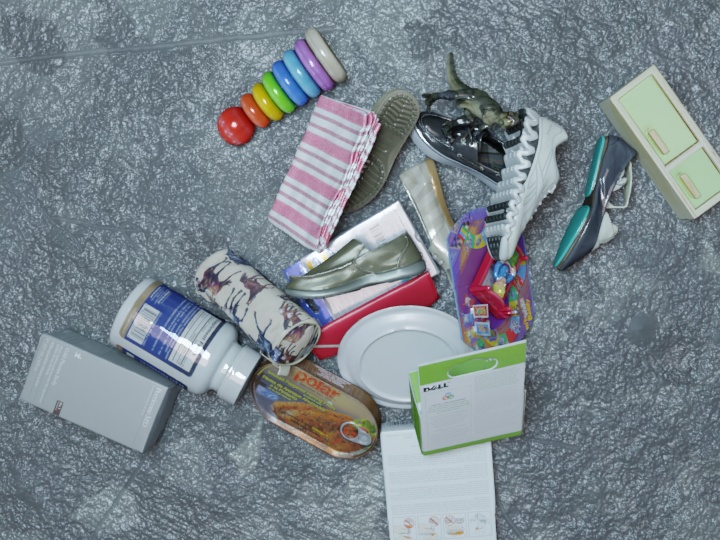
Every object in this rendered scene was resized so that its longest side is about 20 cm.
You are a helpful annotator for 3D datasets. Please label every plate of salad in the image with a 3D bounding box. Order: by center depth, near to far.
[{"bbox_3d":[0.066,0.119,1.119,0.197,0.048,0.202,0,128,0],"label":"plate of salad"}]

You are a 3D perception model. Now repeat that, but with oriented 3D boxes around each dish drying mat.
[{"bbox_3d":[0.018,0.068,1.129,0.198,0.077,0.018,-27,55,3],"label":"dish drying mat"}]

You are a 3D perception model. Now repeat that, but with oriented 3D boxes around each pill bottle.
[{"bbox_3d":[-0.244,0.105,1.134,0.198,0.111,0.112,30,95,1],"label":"pill bottle"}]

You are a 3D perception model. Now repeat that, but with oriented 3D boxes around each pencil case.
[{"bbox_3d":[-0.148,0.053,1.106,0.199,0.078,0.090,38,94,30],"label":"pencil case"}]

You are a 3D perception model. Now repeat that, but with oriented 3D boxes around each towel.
[{"bbox_3d":[-0.057,-0.137,1.102,0.030,0.146,0.202,21,96,-39],"label":"towel"}]

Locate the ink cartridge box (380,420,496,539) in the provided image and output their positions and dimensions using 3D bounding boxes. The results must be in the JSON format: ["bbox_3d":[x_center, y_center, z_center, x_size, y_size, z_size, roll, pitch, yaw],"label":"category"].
[{"bbox_3d":[0.115,0.318,1.162,0.157,0.047,0.203,-5,97,3],"label":"ink cartridge box"}]

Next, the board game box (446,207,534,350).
[{"bbox_3d":[0.194,0.012,1.089,0.157,0.039,0.203,-11,93,-38],"label":"board game box"}]

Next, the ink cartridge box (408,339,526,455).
[{"bbox_3d":[0.140,0.147,1.058,0.146,0.076,0.202,-11,134,-4],"label":"ink cartridge box"}]

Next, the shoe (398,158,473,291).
[{"bbox_3d":[0.108,-0.055,1.124,0.053,0.070,0.203,-18,83,-4],"label":"shoe"}]

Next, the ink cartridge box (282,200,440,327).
[{"bbox_3d":[0.000,0.000,1.148,0.198,0.042,0.120,-30,93,3],"label":"ink cartridge box"}]

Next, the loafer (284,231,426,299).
[{"bbox_3d":[-0.011,-0.007,1.099,0.197,0.075,0.071,-13,89,-6],"label":"loafer"}]

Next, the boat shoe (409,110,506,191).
[{"bbox_3d":[0.161,-0.168,1.103,0.199,0.066,0.070,34,63,-1],"label":"boat shoe"}]

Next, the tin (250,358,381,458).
[{"bbox_3d":[-0.063,0.193,1.146,0.198,0.042,0.113,29,124,1],"label":"tin"}]

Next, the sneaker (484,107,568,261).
[{"bbox_3d":[0.219,-0.107,1.049,0.080,0.075,0.203,15,90,-17],"label":"sneaker"}]

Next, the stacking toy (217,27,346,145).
[{"bbox_3d":[-0.119,-0.248,1.123,0.199,0.085,0.086,-36,91,9],"label":"stacking toy"}]

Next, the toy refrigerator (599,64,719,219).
[{"bbox_3d":[0.422,-0.174,1.097,0.076,0.070,0.201,-35,91,5],"label":"toy refrigerator"}]

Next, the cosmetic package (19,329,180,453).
[{"bbox_3d":[-0.373,0.172,1.160,0.198,0.090,0.108,21,92,5],"label":"cosmetic package"}]

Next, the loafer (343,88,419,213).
[{"bbox_3d":[0.016,-0.168,1.125,0.075,0.068,0.201,33,112,-14],"label":"loafer"}]

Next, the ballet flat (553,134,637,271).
[{"bbox_3d":[0.333,-0.086,1.110,0.072,0.073,0.203,20,92,2],"label":"ballet flat"}]

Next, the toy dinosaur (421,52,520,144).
[{"bbox_3d":[0.136,-0.224,1.073,0.087,0.048,0.201,-28,48,-7],"label":"toy dinosaur"}]
